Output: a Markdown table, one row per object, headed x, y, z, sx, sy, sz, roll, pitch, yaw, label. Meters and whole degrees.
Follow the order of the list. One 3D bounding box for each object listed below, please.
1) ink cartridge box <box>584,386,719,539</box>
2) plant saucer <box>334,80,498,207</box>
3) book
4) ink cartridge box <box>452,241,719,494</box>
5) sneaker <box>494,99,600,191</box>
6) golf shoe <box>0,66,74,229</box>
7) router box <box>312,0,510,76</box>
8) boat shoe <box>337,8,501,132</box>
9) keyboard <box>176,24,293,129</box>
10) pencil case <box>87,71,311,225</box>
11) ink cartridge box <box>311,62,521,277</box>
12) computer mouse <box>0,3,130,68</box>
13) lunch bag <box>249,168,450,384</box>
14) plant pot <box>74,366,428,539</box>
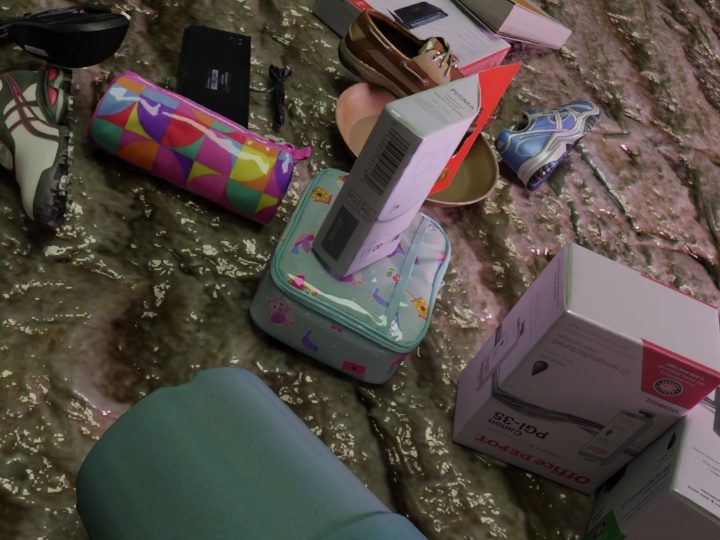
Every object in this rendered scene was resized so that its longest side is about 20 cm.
| x | y | z | sx | sy | sz | roll | pitch | yaw | label |
| --- | --- | --- | --- | --- | --- | --- | --- | --- | --- |
| 0.271 | 0.176 | 0.846 | 0.083 | 0.147 | 0.200 | 33 | 40 | 4 | ink cartridge box |
| 0.058 | -0.134 | 1.116 | 0.200 | 0.035 | 0.201 | 17 | 43 | -16 | plant saucer |
| 0.201 | -0.372 | 1.393 | 0.134 | 0.048 | 0.200 | 46 | 27 | 24 | book |
| 0.186 | 0.090 | 0.842 | 0.146 | 0.200 | 0.083 | 22 | 45 | -8 | ink cartridge box |
| 0.233 | -0.174 | 1.226 | 0.077 | 0.076 | 0.200 | 41 | 41 | 6 | sneaker |
| -0.292 | -0.106 | 0.865 | 0.088 | 0.077 | 0.200 | 1 | 39 | -20 | golf shoe |
| 0.068 | -0.313 | 1.290 | 0.200 | 0.049 | 0.179 | 42 | 42 | 14 | router box |
| 0.071 | -0.228 | 1.135 | 0.200 | 0.074 | 0.076 | 28 | 41 | -3 | boat shoe |
| -0.135 | -0.195 | 1.078 | 0.127 | 0.021 | 0.200 | 10 | 45 | -14 | keyboard |
| -0.153 | -0.118 | 0.943 | 0.199 | 0.088 | 0.089 | 22 | 41 | -8 | pencil case |
| 0.063 | -0.089 | 0.861 | 0.047 | 0.160 | 0.200 | 46 | 42 | 18 | ink cartridge box |
| -0.270 | -0.227 | 0.965 | 0.200 | 0.046 | 0.140 | 13 | 26 | 38 | computer mouse |
| 0.000 | 0.000 | 0.916 | 0.160 | 0.077 | 0.200 | 27 | 41 | -3 | lunch bag |
| -0.068 | 0.178 | 0.625 | 0.200 | 0.201 | 0.196 | -15 | 50 | -39 | plant pot |
